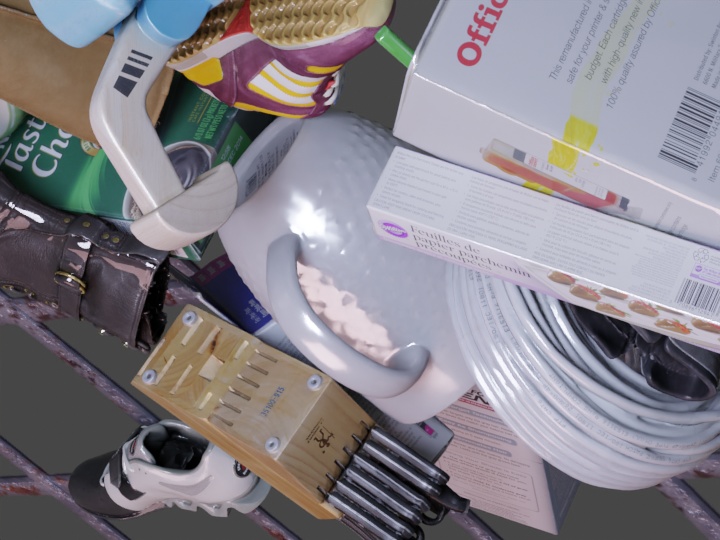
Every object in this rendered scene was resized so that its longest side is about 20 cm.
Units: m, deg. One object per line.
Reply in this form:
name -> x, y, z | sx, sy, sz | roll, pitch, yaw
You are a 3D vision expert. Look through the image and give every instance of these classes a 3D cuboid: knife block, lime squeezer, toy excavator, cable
knife block -> -0.029, 0.117, 1.634 | 0.200, 0.064, 0.176 | 25, 164, 39
lime squeezer -> 0.063, -0.093, 1.408 | 0.038, 0.071, 0.200 | -29, 168, 13
toy excavator -> -0.126, -0.136, 1.414 | 0.194, 0.200, 0.100 | 36, 153, -18
cable -> 0.138, 0.030, 1.485 | 0.069, 0.200, 0.200 | -38, 75, 39

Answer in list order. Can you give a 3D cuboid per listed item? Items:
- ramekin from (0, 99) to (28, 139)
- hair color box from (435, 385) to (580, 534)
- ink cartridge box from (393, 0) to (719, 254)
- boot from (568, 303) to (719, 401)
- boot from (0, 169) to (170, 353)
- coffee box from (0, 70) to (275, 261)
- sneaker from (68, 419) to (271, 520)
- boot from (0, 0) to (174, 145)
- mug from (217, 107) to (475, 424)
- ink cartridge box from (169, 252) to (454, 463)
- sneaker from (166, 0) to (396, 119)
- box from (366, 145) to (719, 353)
ramekin -> -0.273, -0.167, 1.603 | 0.200, 0.098, 0.200 | 21, 153, 11
hair color box -> 0.096, 0.104, 1.810 | 0.099, 0.061, 0.200 | 17, 153, 20
ink cartridge box -> 0.136, -0.101, 1.308 | 0.200, 0.145, 0.083 | 25, 156, 2
boot -> 0.149, -0.031, 1.421 | 0.200, 0.132, 0.070 | 40, 151, -6
boot -> -0.206, 0.007, 1.624 | 0.174, 0.069, 0.200 | 27, 151, 0
coffee box -> -0.165, -0.076, 1.648 | 0.200, 0.123, 0.044 | 10, 150, 33
sneaker -> -0.175, 0.158, 2.143 | 0.200, 0.074, 0.089 | -7, 139, 33
boot -> -0.190, -0.177, 1.511 | 0.200, 0.175, 0.066 | 16, -174, -43
mug -> 0.000, 0.000, 1.560 | 0.175, 0.200, 0.148 | 39, 121, -18
ink cartridge box -> -0.045, 0.044, 1.731 | 0.200, 0.043, 0.196 | 41, 178, -19
sneaker -> -0.028, -0.134, 1.489 | 0.090, 0.075, 0.200 | 33, 160, -31
box -> 0.101, -0.011, 1.299 | 0.200, 0.041, 0.039 | 18, 159, 19
